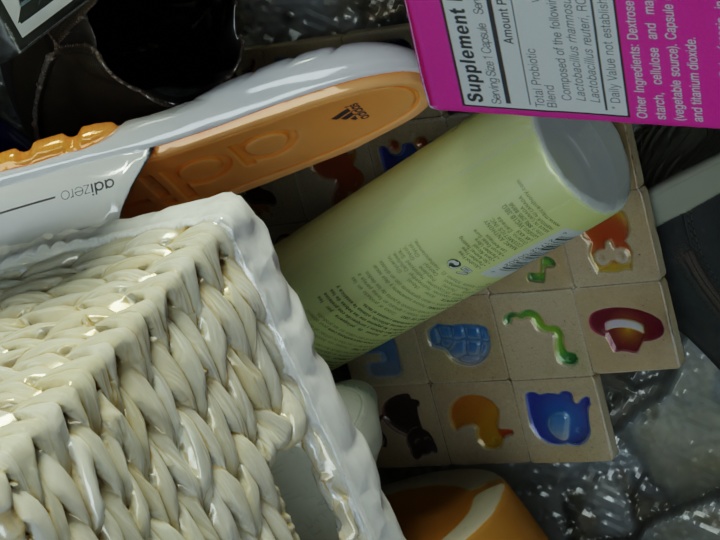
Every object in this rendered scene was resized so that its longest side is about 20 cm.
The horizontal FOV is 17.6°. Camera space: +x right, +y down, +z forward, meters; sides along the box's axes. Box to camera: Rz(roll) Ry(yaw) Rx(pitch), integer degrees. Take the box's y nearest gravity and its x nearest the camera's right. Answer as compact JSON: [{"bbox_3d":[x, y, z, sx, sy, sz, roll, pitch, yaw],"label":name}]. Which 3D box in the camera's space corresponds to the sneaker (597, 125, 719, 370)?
[{"bbox_3d":[0.173,-0.024,0.789,0.106,0.075,0.200,45,142,-16],"label":"sneaker"}]

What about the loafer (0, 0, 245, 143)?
[{"bbox_3d":[-0.077,-0.077,0.767,0.073,0.072,0.200,-11,151,-16],"label":"loafer"}]

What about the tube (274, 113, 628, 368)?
[{"bbox_3d":[0.000,0.000,0.799,0.200,0.052,0.058,-32,105,34],"label":"tube"}]

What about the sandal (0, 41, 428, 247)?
[{"bbox_3d":[-0.068,-0.013,0.753,0.206,0.079,0.059,-21,70,13],"label":"sandal"}]

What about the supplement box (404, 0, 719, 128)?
[{"bbox_3d":[0.116,-0.109,0.679,0.199,0.101,0.104,6,146,15],"label":"supplement box"}]

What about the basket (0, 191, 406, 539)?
[{"bbox_3d":[-0.107,0.110,0.690,0.199,0.161,0.199,-12,110,30],"label":"basket"}]

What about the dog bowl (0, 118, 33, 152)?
[{"bbox_3d":[-0.193,0.029,0.876,0.199,0.079,0.201,3,110,7],"label":"dog bowl"}]

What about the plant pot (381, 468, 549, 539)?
[{"bbox_3d":[0.030,0.181,0.837,0.200,0.200,0.184,-22,100,15],"label":"plant pot"}]

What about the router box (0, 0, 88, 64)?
[{"bbox_3d":[-0.199,-0.102,0.669,0.199,0.052,0.158,-21,106,28],"label":"router box"}]

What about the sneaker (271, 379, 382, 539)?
[{"bbox_3d":[-0.077,0.093,0.821,0.199,0.089,0.075,-22,107,21],"label":"sneaker"}]

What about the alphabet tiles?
[{"bbox_3d":[0.014,-0.006,0.838,0.199,0.008,0.168,-5,109,30],"label":"alphabet tiles"}]
